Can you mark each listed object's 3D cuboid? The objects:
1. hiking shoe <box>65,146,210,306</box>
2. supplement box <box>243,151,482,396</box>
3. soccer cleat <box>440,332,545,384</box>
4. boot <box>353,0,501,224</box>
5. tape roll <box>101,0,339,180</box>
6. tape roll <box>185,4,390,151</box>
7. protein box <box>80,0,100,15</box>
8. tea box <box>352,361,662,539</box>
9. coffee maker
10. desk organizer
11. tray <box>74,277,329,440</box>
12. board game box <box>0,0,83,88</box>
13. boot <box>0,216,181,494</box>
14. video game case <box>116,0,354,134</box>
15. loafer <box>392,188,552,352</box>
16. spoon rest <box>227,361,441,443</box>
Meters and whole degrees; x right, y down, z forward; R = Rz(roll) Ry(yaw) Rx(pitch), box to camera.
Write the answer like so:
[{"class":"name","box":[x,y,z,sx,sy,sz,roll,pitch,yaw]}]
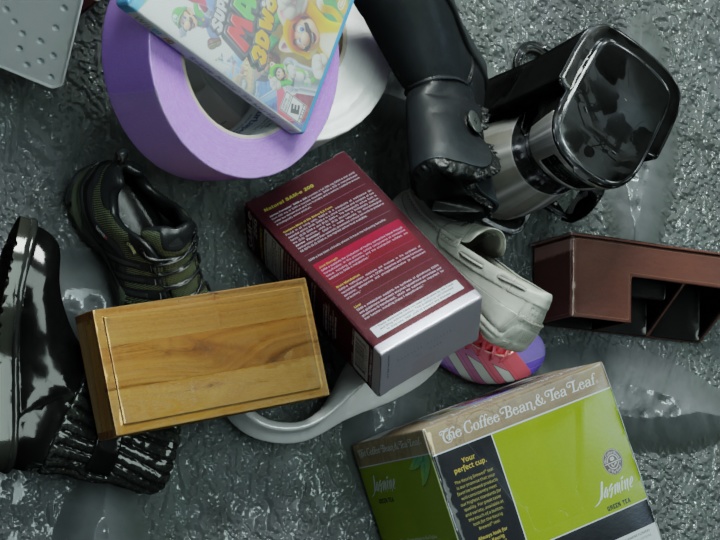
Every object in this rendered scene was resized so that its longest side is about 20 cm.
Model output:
[{"class":"hiking shoe","box":[-0.165,-0.003,1.658,0.076,0.100,0.201,-39,99,-28]},{"class":"supplement box","box":[0.000,0.000,1.704,0.108,0.061,0.200,-28,57,-22]},{"class":"soccer cleat","box":[0.087,0.054,1.798,0.199,0.076,0.067,18,71,-24]},{"class":"boot","box":[0.058,-0.151,1.719,0.200,0.076,0.169,49,30,-45]},{"class":"tape roll","box":[-0.110,-0.174,1.631,0.199,0.065,0.202,-1,91,-44]},{"class":"tape roll","box":[-0.073,-0.201,1.767,0.201,0.071,0.205,6,77,-28]},{"class":"protein box","box":[-0.258,-0.334,1.655,0.198,0.135,0.201,40,63,-17]},{"class":"tea box","box":[0.130,0.205,1.758,0.199,0.133,0.199,-17,89,-30]},{"class":"coffee maker","box":[0.179,-0.147,1.819,0.134,0.200,0.194,13,74,-26]},{"class":"desk organizer","box":[0.260,0.018,1.904,0.198,0.072,0.078,7,79,-27]},{"class":"tray","box":[-0.123,0.069,1.619,0.199,0.037,0.100,-9,84,-36]},{"class":"board game box","box":[-0.300,-0.256,1.559,0.198,0.201,0.026,23,43,0]},{"class":"boot","box":[-0.220,0.069,1.623,0.156,0.079,0.213,6,88,-21]},{"class":"video game case","box":[-0.091,-0.218,1.591,0.199,0.018,0.144,34,68,-38]},{"class":"loafer","box":[0.097,-0.012,1.769,0.070,0.070,0.200,17,25,-51]},{"class":"spoon rest","box":[-0.018,0.104,1.728,0.198,0.100,0.061,-13,65,-22]}]
